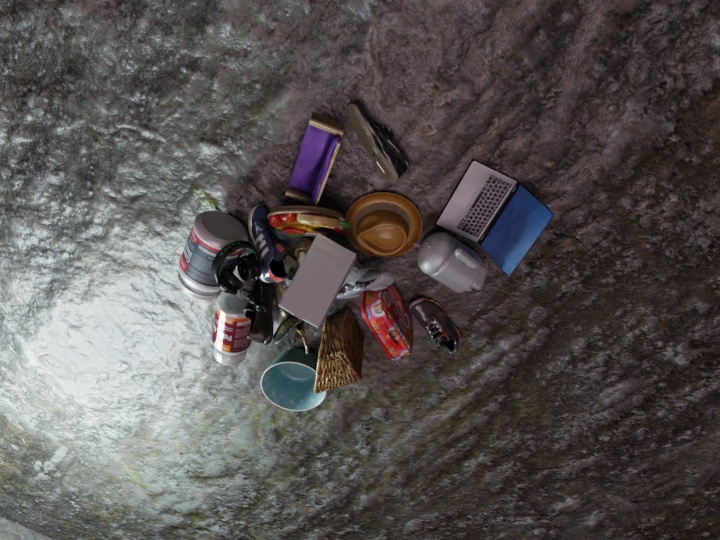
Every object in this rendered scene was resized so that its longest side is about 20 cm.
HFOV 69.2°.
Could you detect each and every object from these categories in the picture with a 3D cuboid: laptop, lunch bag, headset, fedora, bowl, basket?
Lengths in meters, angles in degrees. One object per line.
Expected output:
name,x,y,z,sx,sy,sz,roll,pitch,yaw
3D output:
laptop,0.312,-0.123,1.246,0.198,0.116,0.189,22,121,-10
lunch bag,0.075,0.135,1.395,0.081,0.177,0.201,-22,119,18
headset,-0.291,0.019,1.290,0.123,0.094,0.201,-36,146,-22
fedora,0.055,-0.097,1.302,0.197,0.082,0.203,2,123,4
bowl,-0.193,0.315,1.576,0.197,0.106,0.203,3,124,4
basket,-0.083,0.215,1.445,0.147,0.201,0.144,-18,121,16

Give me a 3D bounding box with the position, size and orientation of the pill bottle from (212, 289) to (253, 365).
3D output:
pill bottle,-0.362,0.165,1.487,0.112,0.115,0.202,14,123,-5

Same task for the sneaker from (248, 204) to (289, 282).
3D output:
sneaker,-0.222,-0.067,1.319,0.084,0.075,0.203,4,112,39

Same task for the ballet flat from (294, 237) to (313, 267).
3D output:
ballet flat,-0.124,0.016,1.349,0.070,0.065,0.202,-16,106,23

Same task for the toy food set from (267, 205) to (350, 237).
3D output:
toy food set,-0.124,-0.115,1.259,0.197,0.198,0.049,1,84,21

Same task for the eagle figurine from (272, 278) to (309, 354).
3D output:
eagle figurine,-0.188,0.121,1.402,0.151,0.200,0.151,40,85,23

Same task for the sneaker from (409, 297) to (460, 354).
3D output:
sneaker,0.215,0.157,1.455,0.077,0.082,0.200,-38,113,25

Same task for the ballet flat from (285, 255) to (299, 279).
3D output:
ballet flat,-0.182,0.013,1.404,0.199,0.070,0.070,33,120,-16

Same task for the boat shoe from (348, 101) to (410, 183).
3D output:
boat shoe,0.042,-0.300,1.195,0.067,0.072,0.201,-41,109,-13

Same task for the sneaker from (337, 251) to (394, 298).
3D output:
sneaker,0.000,0.000,1.331,0.074,0.117,0.199,1,166,-43

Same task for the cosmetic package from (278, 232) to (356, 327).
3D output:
cosmetic package,-0.100,0.026,1.264,0.112,0.081,0.202,29,86,4

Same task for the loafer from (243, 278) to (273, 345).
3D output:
loafer,-0.273,0.097,1.390,0.070,0.203,0.073,7,148,-28

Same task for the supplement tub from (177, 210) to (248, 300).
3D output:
supplement tub,-0.384,-0.037,1.342,0.139,0.141,0.201,25,121,-12

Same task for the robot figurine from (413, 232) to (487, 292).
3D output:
robot figurine,0.225,-0.021,1.317,0.199,0.114,0.169,30,157,-19

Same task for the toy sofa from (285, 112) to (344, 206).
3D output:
toy sofa,-0.108,-0.249,1.209,0.082,0.098,0.202,20,123,-9
